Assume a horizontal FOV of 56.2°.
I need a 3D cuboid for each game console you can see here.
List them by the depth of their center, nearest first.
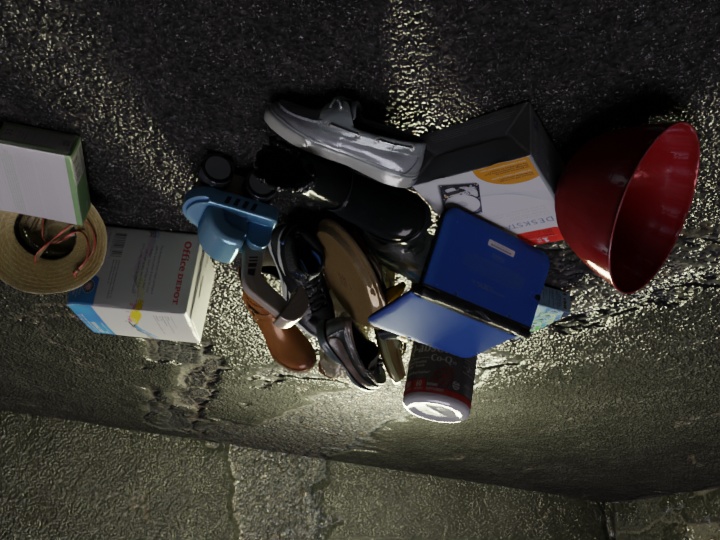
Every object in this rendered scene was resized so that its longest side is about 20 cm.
[{"bbox_3d":[0.135,0.025,0.920,0.198,0.173,0.118,22,175,-31],"label":"game console"}]

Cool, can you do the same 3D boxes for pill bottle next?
[{"bbox_3d":[0.142,0.145,1.151,0.114,0.203,0.116,10,153,5],"label":"pill bottle"}]

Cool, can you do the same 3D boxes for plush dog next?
[{"bbox_3d":[-0.028,0.115,1.252,0.158,0.175,0.200,17,153,-22],"label":"plush dog"}]

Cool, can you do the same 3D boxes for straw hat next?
[{"bbox_3d":[-0.493,-0.063,1.071,0.197,0.205,0.085,9,-165,-7],"label":"straw hat"}]

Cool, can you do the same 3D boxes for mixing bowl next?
[{"bbox_3d":[0.302,-0.086,0.797,0.108,0.202,0.200,28,173,41],"label":"mixing bowl"}]

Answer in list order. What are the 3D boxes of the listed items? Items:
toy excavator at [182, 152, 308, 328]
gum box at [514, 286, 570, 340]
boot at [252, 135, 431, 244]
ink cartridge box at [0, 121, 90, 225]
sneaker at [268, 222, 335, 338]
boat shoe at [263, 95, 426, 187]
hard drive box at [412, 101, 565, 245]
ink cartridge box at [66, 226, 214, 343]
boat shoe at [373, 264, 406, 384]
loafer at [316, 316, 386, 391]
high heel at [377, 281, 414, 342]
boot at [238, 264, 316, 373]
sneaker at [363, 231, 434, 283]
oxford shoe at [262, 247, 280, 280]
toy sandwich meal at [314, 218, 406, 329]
[{"bbox_3d":[-0.160,-0.033,0.942,0.192,0.203,0.100,16,153,-21],"label":"toy excavator"},{"bbox_3d":[0.255,0.065,1.243,0.197,0.045,0.170,15,152,-16],"label":"gum box"},{"bbox_3d":[-0.026,-0.099,0.834,0.197,0.074,0.162,28,-174,33],"label":"boot"},{"bbox_3d":[-0.489,-0.140,0.941,0.196,0.049,0.146,11,142,-7],"label":"ink cartridge box"},{"bbox_3d":[-0.081,0.024,1.050,0.072,0.203,0.112,-29,-165,-20],"label":"sneaker"},{"bbox_3d":[-0.015,-0.168,0.797,0.198,0.070,0.072,23,118,0],"label":"boat shoe"},{"bbox_3d":[0.179,-0.108,0.868,0.154,0.078,0.199,-11,150,31],"label":"hard drive box"},{"bbox_3d":[-0.370,0.027,1.169,0.196,0.150,0.145,6,155,0],"label":"ink cartridge box"},{"bbox_3d":[0.052,0.088,1.148,0.062,0.204,0.073,-13,164,-3],"label":"boat shoe"},{"bbox_3d":[0.002,0.138,1.097,0.062,0.073,0.200,-20,140,21],"label":"loafer"},{"bbox_3d":[0.114,0.034,1.037,0.071,0.200,0.142,45,164,-4],"label":"high heel"},{"bbox_3d":[-0.160,0.088,1.237,0.200,0.073,0.156,43,159,27],"label":"boot"},{"bbox_3d":[0.085,-0.025,0.991,0.198,0.077,0.081,22,162,31],"label":"sneaker"},{"bbox_3d":[-0.100,-0.003,1.137,0.197,0.076,0.071,13,154,-14],"label":"oxford shoe"},{"bbox_3d":[0.000,0.000,1.030,0.070,0.206,0.206,-29,162,-19],"label":"toy sandwich meal"}]
